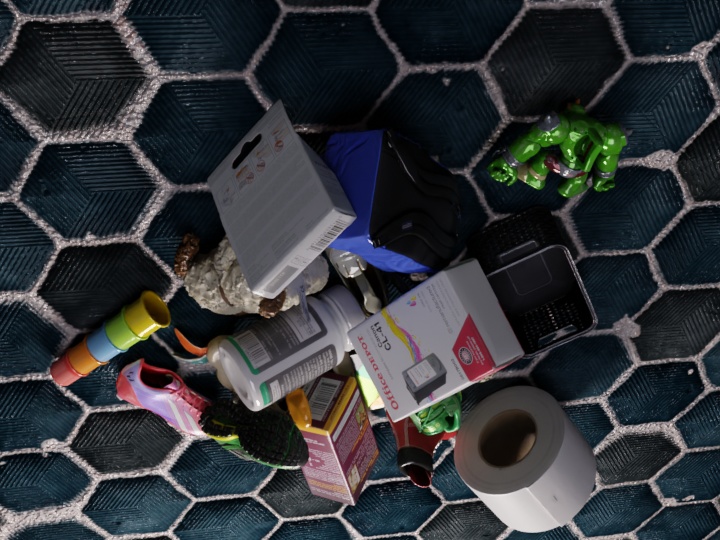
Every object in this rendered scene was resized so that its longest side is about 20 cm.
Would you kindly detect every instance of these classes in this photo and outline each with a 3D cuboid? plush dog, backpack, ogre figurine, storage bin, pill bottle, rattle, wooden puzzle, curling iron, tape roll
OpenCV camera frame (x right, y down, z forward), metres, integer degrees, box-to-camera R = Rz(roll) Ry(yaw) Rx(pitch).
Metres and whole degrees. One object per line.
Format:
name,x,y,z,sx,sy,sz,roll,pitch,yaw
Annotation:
plush dog,-0.163,0.012,1.456,0.171,0.161,0.200,-12,137,32
backpack,0.032,-0.087,1.384,0.167,0.164,0.199,5,169,43
ogre figurine,0.281,-0.158,1.425,0.199,0.099,0.120,20,136,-13
storage bin,0.256,0.019,1.574,0.134,0.094,0.200,-25,132,9
pill bottle,-0.094,0.107,1.522,0.199,0.113,0.114,-28,135,-20
rattle,-0.182,0.165,1.578,0.199,0.144,0.130,18,143,-33
wooden puzzle,0.060,0.153,1.683,0.198,0.037,0.186,-17,131,2
curling iron,0.094,0.071,1.512,0.049,0.201,0.026,-30,157,-14
tape roll,0.273,0.312,1.758,0.202,0.203,0.139,-30,129,14

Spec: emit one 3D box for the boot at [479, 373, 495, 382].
boot,0.119,0.121,1.588,0.202,0.074,0.154,1,155,3

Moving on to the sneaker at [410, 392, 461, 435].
sneaker,0.104,0.205,1.621,0.074,0.084,0.199,-25,153,28

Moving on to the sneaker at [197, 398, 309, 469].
sneaker,-0.148,0.251,1.590,0.078,0.199,0.085,-57,137,-19

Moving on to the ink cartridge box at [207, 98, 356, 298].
ink cartridge box,-0.105,-0.091,1.338,0.160,0.201,0.047,-43,142,24

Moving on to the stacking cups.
stacking cups,-0.364,0.107,1.537,0.199,0.061,0.060,-35,129,20

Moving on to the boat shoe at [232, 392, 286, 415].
boat shoe,-0.134,0.261,1.714,0.072,0.065,0.200,-30,130,14

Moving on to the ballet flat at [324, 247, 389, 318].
ballet flat,0.000,0.000,1.520,0.067,0.063,0.201,-25,131,8

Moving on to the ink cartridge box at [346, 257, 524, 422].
ink cartridge box,0.098,0.095,1.418,0.200,0.148,0.085,-35,170,38

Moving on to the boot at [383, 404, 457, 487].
boot,0.108,0.287,1.715,0.072,0.145,0.200,-24,151,23

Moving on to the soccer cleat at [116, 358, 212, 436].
soccer cleat,-0.279,0.196,1.625,0.199,0.067,0.076,29,129,-27

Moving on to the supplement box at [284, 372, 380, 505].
supplement box,-0.044,0.267,1.694,0.085,0.111,0.201,9,138,25
